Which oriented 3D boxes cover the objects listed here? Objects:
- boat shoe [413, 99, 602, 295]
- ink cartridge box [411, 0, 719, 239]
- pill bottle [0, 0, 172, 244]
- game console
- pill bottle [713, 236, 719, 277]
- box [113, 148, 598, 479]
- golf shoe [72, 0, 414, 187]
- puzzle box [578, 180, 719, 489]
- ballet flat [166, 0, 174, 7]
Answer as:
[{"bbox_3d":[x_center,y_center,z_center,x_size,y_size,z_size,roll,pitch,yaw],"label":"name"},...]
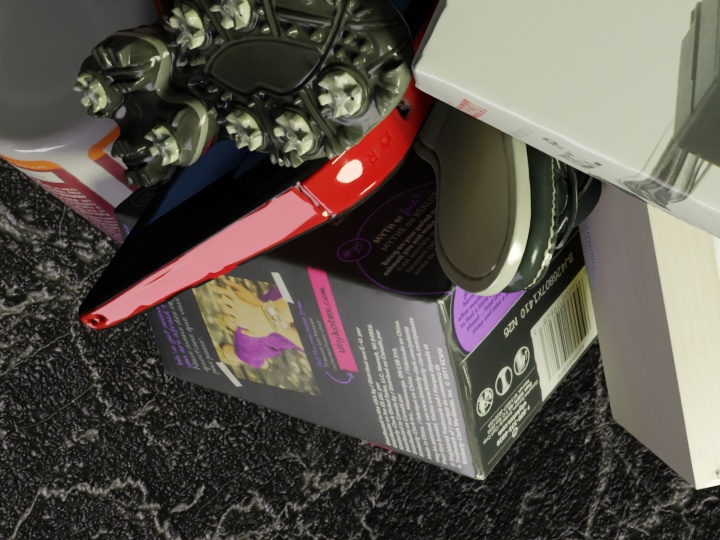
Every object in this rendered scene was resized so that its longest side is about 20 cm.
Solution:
[{"bbox_3d":[0.066,-0.042,0.734,0.065,0.075,0.200,17,-162,-13],"label":"boat shoe"},{"bbox_3d":[0.120,-0.057,0.585,0.198,0.084,0.145,26,-175,0],"label":"ink cartridge box"},{"bbox_3d":[-0.116,-0.076,0.943,0.114,0.115,0.200,28,172,30],"label":"pill bottle"},{"bbox_3d":[-0.030,-0.067,0.778,0.031,0.176,0.201,51,-142,-20],"label":"game console"},{"bbox_3d":[0.164,-0.039,0.835,0.114,0.115,0.199,22,-174,-41],"label":"pill bottle"},{"bbox_3d":[0.000,0.000,0.855,0.199,0.122,0.107,16,135,35],"label":"box"},{"bbox_3d":[-0.035,-0.089,0.689,0.199,0.088,0.078,-2,118,55],"label":"golf shoe"},{"bbox_3d":[0.115,-0.023,0.734,0.025,0.202,0.133,-12,-171,-4],"label":"puzzle box"},{"bbox_3d":[-0.118,-0.131,1.011,0.066,0.057,0.200,8,165,-5],"label":"ballet flat"}]
